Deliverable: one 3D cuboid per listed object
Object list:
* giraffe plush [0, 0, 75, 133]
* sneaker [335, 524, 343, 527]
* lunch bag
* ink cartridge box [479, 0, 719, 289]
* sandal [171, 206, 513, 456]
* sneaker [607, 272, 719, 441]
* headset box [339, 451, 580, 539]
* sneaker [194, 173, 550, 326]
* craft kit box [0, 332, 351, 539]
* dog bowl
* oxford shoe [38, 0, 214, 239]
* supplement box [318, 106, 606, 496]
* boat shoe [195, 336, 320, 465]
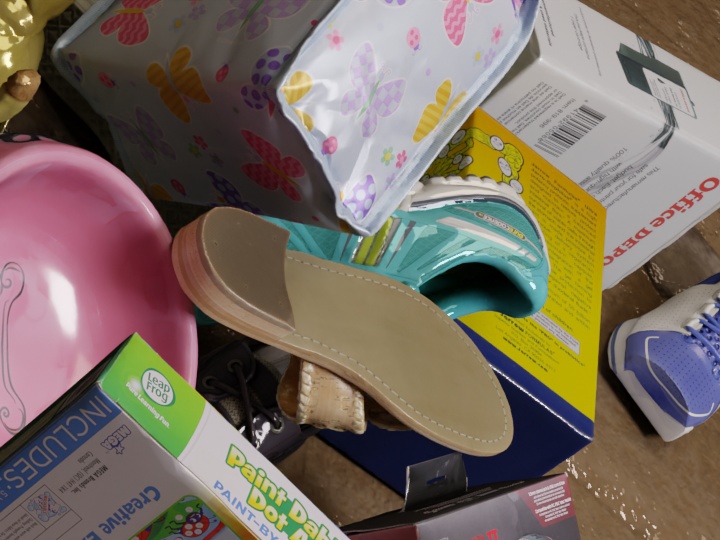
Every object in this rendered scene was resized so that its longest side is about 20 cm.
[{"bbox_3d":[-0.220,-0.149,1.133,0.162,0.173,0.200,29,63,-14],"label":"giraffe plush"},{"bbox_3d":[-0.071,0.154,1.095,0.200,0.073,0.071,-1,88,-54],"label":"sneaker"},{"bbox_3d":[-0.022,-0.129,1.147,0.200,0.169,0.127,-49,129,-26],"label":"lunch bag"},{"bbox_3d":[0.123,-0.082,1.471,0.200,0.147,0.083,24,41,-37],"label":"ink cartridge box"},{"bbox_3d":[-0.022,0.039,1.123,0.212,0.070,0.078,31,43,-37],"label":"sandal"},{"bbox_3d":[0.244,0.027,1.540,0.081,0.115,0.199,53,33,3],"label":"sneaker"},{"bbox_3d":[0.051,0.188,1.126,0.149,0.075,0.200,-8,85,-57],"label":"headset box"},{"bbox_3d":[0.000,0.000,1.184,0.200,0.078,0.080,-8,51,-13],"label":"sneaker"},{"bbox_3d":[-0.087,0.151,0.944,0.198,0.200,0.049,47,32,-9],"label":"craft kit box"},{"bbox_3d":[-0.150,0.031,1.024,0.200,0.074,0.201,10,77,-53],"label":"dog bowl"},{"bbox_3d":[-0.103,-0.074,1.257,0.200,0.075,0.058,54,34,11],"label":"oxford shoe"},{"bbox_3d":[0.059,0.024,1.325,0.109,0.109,0.200,37,35,-21],"label":"supplement box"},{"bbox_3d":[-0.060,0.068,1.178,0.072,0.065,0.200,58,34,5],"label":"boat shoe"}]
